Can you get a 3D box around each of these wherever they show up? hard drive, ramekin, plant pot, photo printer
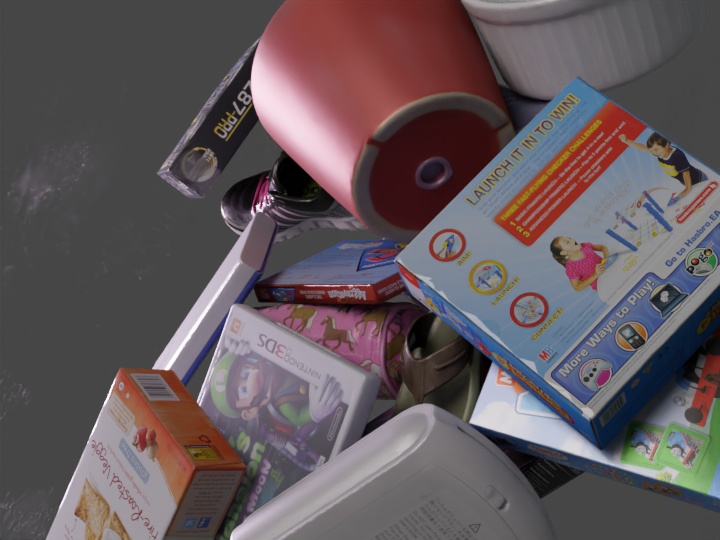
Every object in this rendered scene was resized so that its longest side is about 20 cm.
[{"bbox_3d":[-0.142,0.052,1.521,0.200,0.025,0.132,-55,9,19],"label":"hard drive"},{"bbox_3d":[0.188,-0.224,1.404,0.200,0.098,0.201,-17,29,10],"label":"ramekin"},{"bbox_3d":[0.029,-0.128,1.393,0.200,0.200,0.178,-41,42,10],"label":"plant pot"},{"bbox_3d":[0.032,0.196,1.232,0.200,0.166,0.070,-36,23,17],"label":"photo printer"}]

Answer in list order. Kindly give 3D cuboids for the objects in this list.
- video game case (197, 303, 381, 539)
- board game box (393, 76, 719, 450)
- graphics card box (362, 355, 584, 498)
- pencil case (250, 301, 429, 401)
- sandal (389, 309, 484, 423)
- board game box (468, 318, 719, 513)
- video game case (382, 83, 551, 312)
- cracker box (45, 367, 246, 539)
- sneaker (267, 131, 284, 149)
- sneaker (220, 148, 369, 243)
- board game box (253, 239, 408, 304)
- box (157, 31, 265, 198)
[{"bbox_3d":[-0.079,0.147,1.352,0.182,0.023,0.201,25,97,48],"label":"video game case"},{"bbox_3d":[0.162,-0.010,1.214,0.200,0.056,0.196,-44,59,-10],"label":"board game box"},{"bbox_3d":[0.077,0.142,1.317,0.200,0.051,0.126,-35,43,19],"label":"graphics card box"},{"bbox_3d":[-0.023,0.069,1.426,0.199,0.086,0.083,-4,73,44],"label":"pencil case"},{"bbox_3d":[0.060,0.058,1.304,0.080,0.057,0.202,6,75,45],"label":"sandal"},{"bbox_3d":[0.196,0.075,1.215,0.199,0.037,0.152,14,70,24],"label":"board game box"},{"bbox_3d":[0.095,-0.059,1.424,0.201,0.023,0.182,-59,28,0],"label":"video game case"},{"bbox_3d":[-0.180,0.198,1.383,0.134,0.057,0.201,45,119,41],"label":"cracker box"},{"bbox_3d":[0.009,-0.184,1.606,0.199,0.073,0.114,-14,22,12],"label":"sneaker"},{"bbox_3d":[-0.065,-0.078,1.578,0.199,0.087,0.074,-3,59,41],"label":"sneaker"},{"bbox_3d":[0.000,0.000,1.417,0.103,0.020,0.200,-27,13,-28],"label":"board game box"},{"bbox_3d":[-0.130,-0.147,1.649,0.161,0.049,0.200,-53,9,-5],"label":"box"}]
